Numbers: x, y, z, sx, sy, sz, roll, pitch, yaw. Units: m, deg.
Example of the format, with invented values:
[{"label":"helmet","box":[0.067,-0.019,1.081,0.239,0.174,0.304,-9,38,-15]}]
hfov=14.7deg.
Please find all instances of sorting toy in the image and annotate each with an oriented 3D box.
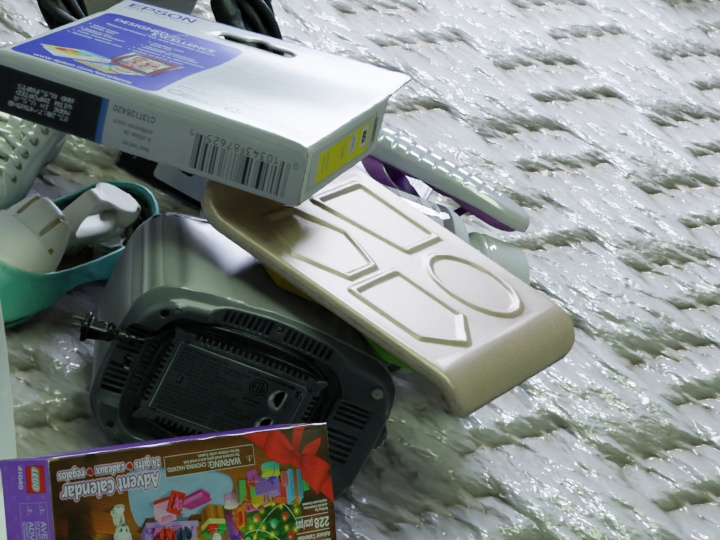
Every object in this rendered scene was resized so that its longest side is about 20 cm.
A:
[{"label":"sorting toy","box":[0.016,0.005,1.632,0.200,0.037,0.185,39,25,13]}]

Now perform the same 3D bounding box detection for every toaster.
[{"label":"toaster","box":[-0.079,0.046,1.619,0.199,0.114,0.129,20,24,-16]}]

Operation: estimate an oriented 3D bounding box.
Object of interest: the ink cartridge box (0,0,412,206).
[{"label":"ink cartridge box","box":[-0.091,-0.104,1.656,0.197,0.047,0.200,17,17,14]}]

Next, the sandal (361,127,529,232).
[{"label":"sandal","box":[0.024,-0.062,1.855,0.202,0.050,0.082,29,9,24]}]

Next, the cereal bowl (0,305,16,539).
[{"label":"cereal bowl","box":[-0.215,0.083,1.348,0.083,0.201,0.200,-4,31,-3]}]

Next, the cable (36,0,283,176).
[{"label":"cable","box":[-0.128,-0.169,1.807,0.200,0.051,0.163,44,56,-21]}]

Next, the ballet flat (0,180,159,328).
[{"label":"ballet flat","box":[-0.188,-0.019,1.673,0.067,0.071,0.200,38,28,17]}]

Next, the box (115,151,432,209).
[{"label":"box","box":[-0.055,-0.070,1.907,0.200,0.060,0.117,29,26,0]}]

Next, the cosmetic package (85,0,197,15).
[{"label":"cosmetic package","box":[-0.141,-0.215,1.918,0.073,0.200,0.104,24,20,-11]}]

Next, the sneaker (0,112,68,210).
[{"label":"sneaker","box":[-0.224,-0.092,1.755,0.073,0.085,0.200,29,27,-3]}]

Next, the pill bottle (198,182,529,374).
[{"label":"pill bottle","box":[0.000,0.000,1.775,0.200,0.114,0.114,19,27,-19]}]

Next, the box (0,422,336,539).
[{"label":"box","box":[-0.089,0.153,1.397,0.039,0.137,0.200,-5,0,42]}]
